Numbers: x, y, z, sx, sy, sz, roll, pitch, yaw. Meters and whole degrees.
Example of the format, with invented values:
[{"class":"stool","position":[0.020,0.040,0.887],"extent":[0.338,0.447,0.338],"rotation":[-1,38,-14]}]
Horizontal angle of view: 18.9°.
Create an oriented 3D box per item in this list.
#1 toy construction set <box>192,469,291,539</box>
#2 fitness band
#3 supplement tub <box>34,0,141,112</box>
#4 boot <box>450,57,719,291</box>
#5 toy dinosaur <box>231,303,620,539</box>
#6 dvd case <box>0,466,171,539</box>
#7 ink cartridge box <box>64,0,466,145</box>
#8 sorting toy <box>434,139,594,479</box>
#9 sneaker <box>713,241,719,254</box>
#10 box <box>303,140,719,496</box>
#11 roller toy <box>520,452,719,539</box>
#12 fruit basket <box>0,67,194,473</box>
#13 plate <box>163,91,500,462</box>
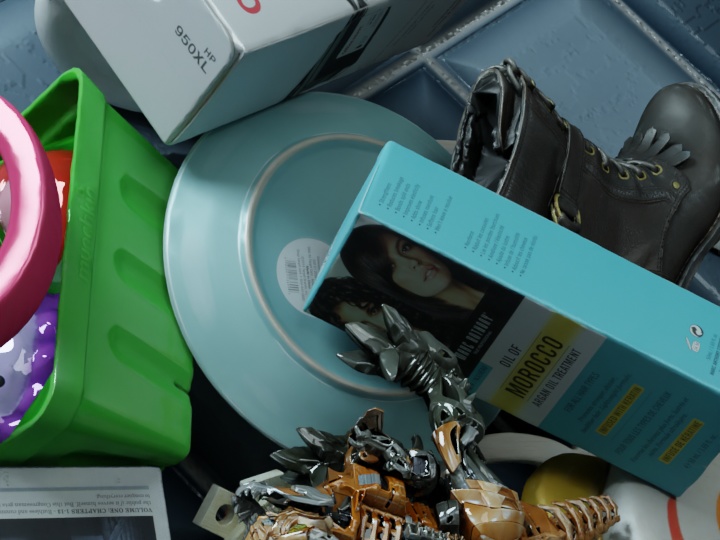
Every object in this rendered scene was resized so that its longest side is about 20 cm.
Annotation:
[{"class":"toy construction set","position":[0.001,0.171,0.971],"extent":[0.131,0.092,0.200],"rotation":[10,20,-35]},{"class":"fitness band","position":[-0.227,-0.012,0.942],"extent":[0.199,0.037,0.144],"rotation":[-11,64,7]},{"class":"supplement tub","position":[-0.104,-0.199,1.203],"extent":[0.132,0.132,0.200],"rotation":[17,51,-15]},{"class":"boot","position":[0.117,-0.053,1.102],"extent":[0.174,0.069,0.200],"rotation":[41,53,-38]},{"class":"toy dinosaur","position":[0.027,0.105,0.937],"extent":[0.200,0.102,0.136],"rotation":[31,21,-46]},{"class":"dvd case","position":[-0.141,0.178,0.899],"extent":[0.150,0.025,0.200],"rotation":[3,61,-28]},{"class":"ink cartridge box","position":[-0.049,-0.164,1.063],"extent":[0.200,0.084,0.145],"rotation":[-26,76,-44]},{"class":"sorting toy","position":[0.057,0.030,1.137],"extent":[0.199,0.107,0.180],"rotation":[1,63,-27]},{"class":"sneaker","position":[0.282,-0.037,1.302],"extent":[0.199,0.093,0.070],"rotation":[25,48,-7]},{"class":"box","position":[0.081,0.024,0.990],"extent":[0.200,0.082,0.049],"rotation":[26,49,-3]},{"class":"roller toy","position":[0.182,0.161,1.067],"extent":[0.182,0.140,0.200],"rotation":[-23,67,-38]},{"class":"fruit basket","position":[-0.187,0.010,1.002],"extent":[0.215,0.155,0.216],"rotation":[27,45,-30]},{"class":"plate","position":[0.000,0.000,1.047],"extent":[0.200,0.026,0.201],"rotation":[12,63,-26]}]
